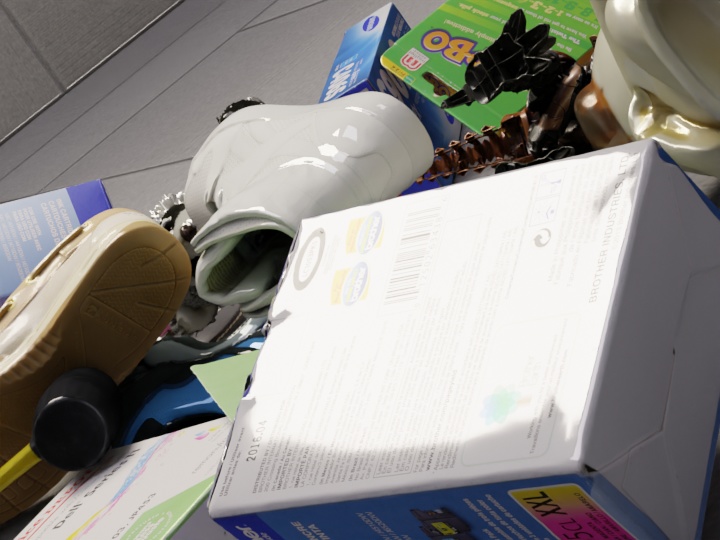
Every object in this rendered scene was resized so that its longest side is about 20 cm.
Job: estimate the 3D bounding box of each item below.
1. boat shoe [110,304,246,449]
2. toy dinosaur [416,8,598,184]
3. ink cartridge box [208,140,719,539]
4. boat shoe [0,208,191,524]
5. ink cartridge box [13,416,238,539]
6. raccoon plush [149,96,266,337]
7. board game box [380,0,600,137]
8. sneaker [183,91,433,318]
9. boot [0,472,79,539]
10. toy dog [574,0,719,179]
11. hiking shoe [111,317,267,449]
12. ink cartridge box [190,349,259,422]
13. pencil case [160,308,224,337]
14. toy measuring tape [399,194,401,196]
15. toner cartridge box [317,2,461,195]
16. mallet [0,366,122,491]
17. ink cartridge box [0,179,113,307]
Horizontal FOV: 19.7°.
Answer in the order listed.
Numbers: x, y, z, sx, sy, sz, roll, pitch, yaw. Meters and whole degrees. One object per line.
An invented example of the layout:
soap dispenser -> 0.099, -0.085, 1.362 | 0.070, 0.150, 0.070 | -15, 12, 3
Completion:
boat shoe -> -0.125, 0.064, 1.229 | 0.200, 0.063, 0.072 | -44, 14, -35
toy dinosaur -> 0.116, -0.078, 1.122 | 0.200, 0.102, 0.135 | -43, -15, 29
ink cartridge box -> 0.031, 0.042, 0.761 | 0.199, 0.076, 0.137 | -10, 49, 37
boat shoe -> -0.166, 0.051, 1.070 | 0.200, 0.074, 0.069 | -48, 30, 1
ink cartridge box -> -0.104, 0.134, 0.953 | 0.199, 0.068, 0.117 | -20, 20, 48
raccoon plush -> -0.058, -0.012, 1.269 | 0.134, 0.200, 0.097 | -48, 58, 3
board game box -> 0.109, -0.159, 1.344 | 0.200, 0.095, 0.030 | -40, -25, -30
sneaker -> -0.060, -0.028, 1.071 | 0.116, 0.074, 0.200 | -46, 17, -30
boot -> -0.221, 0.179, 1.076 | 0.181, 0.073, 0.200 | -17, 27, 34
toy dog -> 0.151, -0.109, 0.936 | 0.140, 0.193, 0.200 | -54, -16, -13
hiking shoe -> -0.040, 0.060, 1.078 | 0.199, 0.075, 0.087 | -26, 46, 7
ink cartridge box -> 0.026, 0.015, 0.933 | 0.198, 0.048, 0.145 | -12, 11, -12
pencil case -> -0.173, 0.058, 1.319 | 0.200, 0.083, 0.087 | -37, 2, -3
toy measuring tape -> 0.000, 0.000, 1.172 | 0.074, 0.074, 0.200 | -42, -1, -24
toner cartridge box -> 0.022, -0.106, 1.370 | 0.043, 0.095, 0.200 | -30, 16, 15
mallet -> -0.197, 0.118, 1.028 | 0.200, 0.041, 0.066 | -38, 9, 14
ink cartridge box -> -0.228, 0.017, 1.395 | 0.199, 0.077, 0.137 | -17, -26, -17
